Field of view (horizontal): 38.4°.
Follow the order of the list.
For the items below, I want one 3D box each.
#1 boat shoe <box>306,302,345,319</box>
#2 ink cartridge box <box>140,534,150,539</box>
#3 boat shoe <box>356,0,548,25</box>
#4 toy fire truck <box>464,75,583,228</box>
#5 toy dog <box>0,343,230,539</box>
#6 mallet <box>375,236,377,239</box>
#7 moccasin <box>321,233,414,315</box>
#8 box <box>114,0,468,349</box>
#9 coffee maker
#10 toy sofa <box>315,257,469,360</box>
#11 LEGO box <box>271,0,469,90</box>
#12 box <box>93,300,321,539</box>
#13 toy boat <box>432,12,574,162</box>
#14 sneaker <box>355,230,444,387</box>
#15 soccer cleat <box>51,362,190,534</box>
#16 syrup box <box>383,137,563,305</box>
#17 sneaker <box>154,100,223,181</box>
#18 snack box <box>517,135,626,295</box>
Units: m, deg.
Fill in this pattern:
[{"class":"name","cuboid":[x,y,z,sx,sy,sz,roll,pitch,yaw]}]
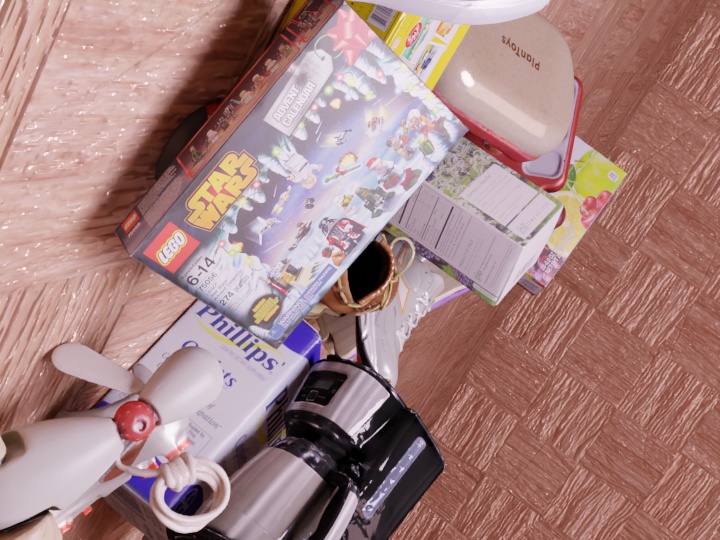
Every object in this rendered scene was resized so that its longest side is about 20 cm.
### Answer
[{"class":"boat shoe","cuboid":[-0.039,0.002,0.992,0.068,0.072,0.200,-64,169,6]},{"class":"ink cartridge box","cuboid":[-0.121,0.238,0.994,0.199,0.045,0.176,-17,-150,33]},{"class":"boat shoe","cuboid":[0.032,-0.191,0.599,0.199,0.074,0.067,-3,138,-22]},{"class":"toy fire truck","cuboid":[0.129,-0.108,1.040,0.112,0.167,0.201,30,70,-76]},{"class":"toy dog","cuboid":[-0.193,0.117,0.690,0.199,0.096,0.133,-7,96,-34]},{"class":"mallet","cuboid":[0.006,-0.080,1.045,0.041,0.066,0.200,-61,180,27]},{"class":"moccasin","cuboid":[0.000,-0.002,0.891,0.201,0.077,0.074,46,58,-67]},{"class":"box","cuboid":[-0.040,-0.059,0.665,0.200,0.040,0.137,-49,129,5]},{"class":"coffee maker","cuboid":[-0.034,0.202,0.850,0.200,0.134,0.193,-46,142,-32]},{"class":"toy sofa","cuboid":[0.051,0.037,1.135,0.199,0.098,0.083,-30,141,3]},{"class":"LEGO box","cuboid":[0.025,-0.192,0.742,0.200,0.077,0.149,-59,166,14]},{"class":"box","cuboid":[-0.135,0.132,0.911,0.200,0.105,0.184,-49,165,-24]},{"class":"toy boat","cuboid":[0.101,-0.174,0.937,0.200,0.130,0.131,25,67,-37]},{"class":"sneaker","cuboid":[0.040,0.032,1.036,0.076,0.091,0.201,92,-1,-51]},{"class":"soccer cleat","cuboid":[-0.218,0.147,0.764,0.200,0.078,0.069,-35,180,-1]},{"class":"syrup box","cuboid":[0.070,-0.068,0.924,0.079,0.200,0.082,-42,160,-40]},{"class":"sneaker","cuboid":[-0.052,-0.061,0.727,0.067,0.108,0.201,-58,166,14]},{"class":"snack box","cuboid":[0.173,-0.099,1.188,0.169,0.200,0.068,-53,175,-12]}]
